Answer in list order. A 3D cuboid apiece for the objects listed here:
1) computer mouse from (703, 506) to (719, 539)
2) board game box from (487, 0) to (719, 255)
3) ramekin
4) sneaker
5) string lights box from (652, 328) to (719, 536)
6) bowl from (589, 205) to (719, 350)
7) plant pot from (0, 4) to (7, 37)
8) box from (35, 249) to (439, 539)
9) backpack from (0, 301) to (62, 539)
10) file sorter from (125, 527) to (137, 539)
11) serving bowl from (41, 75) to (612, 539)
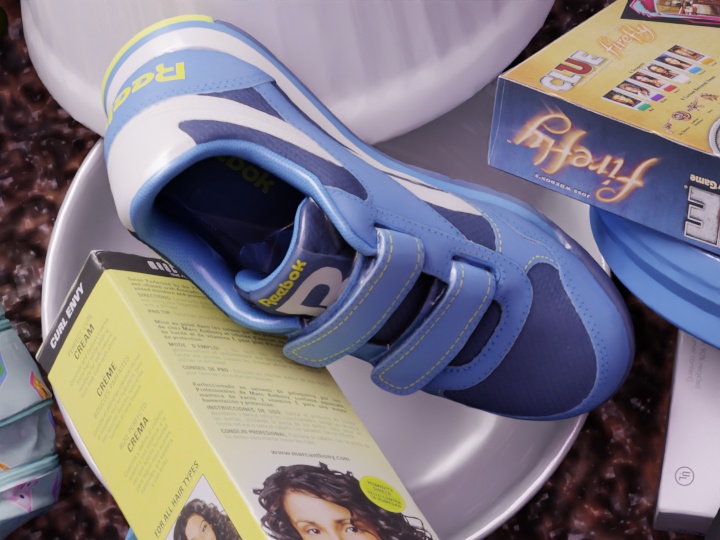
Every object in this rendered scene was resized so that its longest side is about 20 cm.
[{"bbox_3d":[0.107,0.127,0.903,0.140,0.046,0.201,30,50,-26],"label":"computer mouse"},{"bbox_3d":[0.150,-0.062,0.966,0.135,0.200,0.035,23,124,26],"label":"board game box"},{"bbox_3d":[-0.031,-0.139,1.000,0.199,0.098,0.201,-6,46,7],"label":"ramekin"},{"bbox_3d":[0.000,0.000,0.928,0.199,0.082,0.074,29,116,-14],"label":"sneaker"},{"bbox_3d":[0.207,0.052,1.007,0.199,0.059,0.103,8,78,5],"label":"string lights box"},{"bbox_3d":[0.172,-0.021,0.973,0.199,0.201,0.040,9,120,6],"label":"bowl"},{"bbox_3d":[-0.215,-0.169,1.018,0.198,0.200,0.183,5,83,5],"label":"plant pot"},{"bbox_3d":[-0.027,0.075,0.895,0.050,0.075,0.200,-60,44,25],"label":"box"},{"bbox_3d":[-0.206,0.066,0.994,0.199,0.167,0.127,-24,97,-5],"label":"backpack"},{"bbox_3d":[-0.017,0.186,0.929,0.199,0.123,0.139,25,111,5],"label":"file sorter"},{"bbox_3d":[-0.011,0.017,1.025,0.199,0.066,0.202,-1,77,3],"label":"serving bowl"}]
